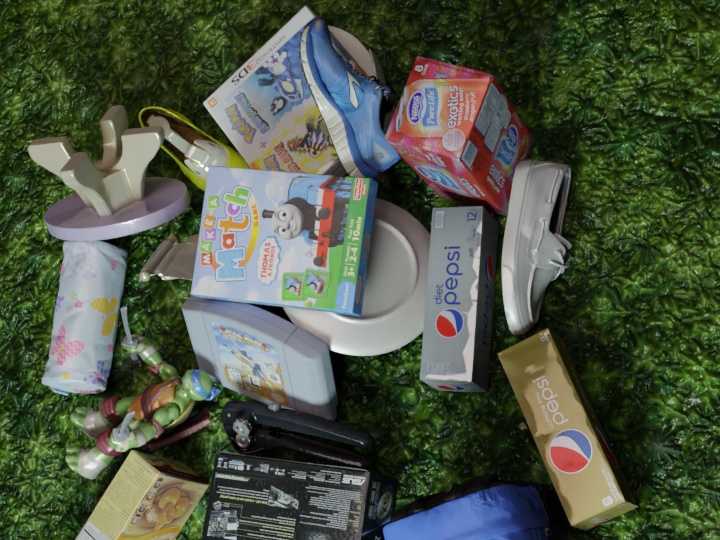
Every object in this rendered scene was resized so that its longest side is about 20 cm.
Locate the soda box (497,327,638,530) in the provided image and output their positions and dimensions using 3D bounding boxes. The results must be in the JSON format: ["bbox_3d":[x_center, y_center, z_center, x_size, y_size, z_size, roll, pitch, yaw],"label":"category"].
[{"bbox_3d":[0.217,0.166,1.267,0.064,0.068,0.201,-29,65,15],"label":"soda box"}]

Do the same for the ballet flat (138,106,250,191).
[{"bbox_3d":[-0.218,-0.155,1.559,0.200,0.067,0.067,37,91,28],"label":"ballet flat"}]

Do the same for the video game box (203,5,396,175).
[{"bbox_3d":[-0.073,-0.195,1.476,0.182,0.047,0.200,-43,64,10],"label":"video game box"}]

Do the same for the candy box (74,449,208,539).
[{"bbox_3d":[-0.276,0.316,1.419,0.055,0.115,0.201,31,89,29],"label":"candy box"}]

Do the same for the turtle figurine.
[{"bbox_3d":[-0.287,0.151,1.432,0.193,0.199,0.145,-35,69,23],"label":"turtle figurine"}]

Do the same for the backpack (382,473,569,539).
[{"bbox_3d":[0.127,0.291,1.197,0.162,0.200,0.169,-27,66,14],"label":"backpack"}]

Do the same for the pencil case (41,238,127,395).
[{"bbox_3d":[-0.357,0.058,1.551,0.090,0.083,0.202,-4,73,30],"label":"pencil case"}]

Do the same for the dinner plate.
[{"bbox_3d":[0.000,0.000,1.387,0.198,0.024,0.202,2,66,-4],"label":"dinner plate"}]

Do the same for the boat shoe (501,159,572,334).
[{"bbox_3d":[0.201,-0.027,1.337,0.068,0.072,0.202,1,66,24],"label":"boat shoe"}]

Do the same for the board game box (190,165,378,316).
[{"bbox_3d":[-0.087,-0.035,1.358,0.198,0.037,0.153,5,85,19],"label":"board game box"}]

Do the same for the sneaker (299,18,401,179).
[{"bbox_3d":[-0.007,-0.202,1.389,0.089,0.079,0.201,-25,82,5],"label":"sneaker"}]

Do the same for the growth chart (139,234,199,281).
[{"bbox_3d":[-0.167,-0.007,1.461,0.198,0.145,0.018,9,114,15],"label":"growth chart"}]

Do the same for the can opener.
[{"bbox_3d":[-0.073,0.184,1.376,0.198,0.079,0.064,6,113,30],"label":"can opener"}]

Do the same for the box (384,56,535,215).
[{"bbox_3d":[0.114,-0.144,1.330,0.095,0.200,0.100,19,83,25],"label":"box"}]

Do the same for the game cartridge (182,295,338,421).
[{"bbox_3d":[-0.120,0.100,1.408,0.199,0.134,0.042,19,52,28],"label":"game cartridge"}]

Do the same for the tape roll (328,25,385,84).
[{"bbox_3d":[-0.063,-0.212,1.522,0.201,0.037,0.205,-7,72,21],"label":"tape roll"}]

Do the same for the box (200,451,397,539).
[{"bbox_3d":[-0.072,0.299,1.349,0.198,0.086,0.165,2,76,25],"label":"box"}]

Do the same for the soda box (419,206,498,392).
[{"bbox_3d":[0.112,0.033,1.353,0.063,0.068,0.202,-1,75,23],"label":"soda box"}]

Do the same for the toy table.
[{"bbox_3d":[-0.327,-0.120,1.537,0.198,0.118,0.184,-11,31,6],"label":"toy table"}]
